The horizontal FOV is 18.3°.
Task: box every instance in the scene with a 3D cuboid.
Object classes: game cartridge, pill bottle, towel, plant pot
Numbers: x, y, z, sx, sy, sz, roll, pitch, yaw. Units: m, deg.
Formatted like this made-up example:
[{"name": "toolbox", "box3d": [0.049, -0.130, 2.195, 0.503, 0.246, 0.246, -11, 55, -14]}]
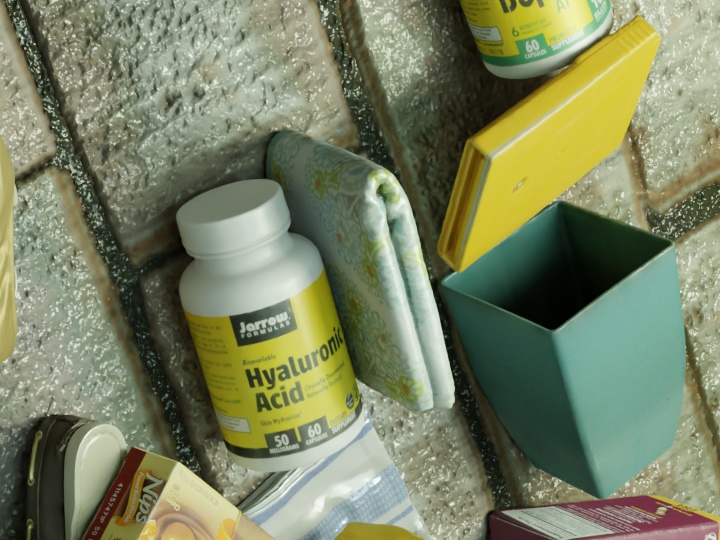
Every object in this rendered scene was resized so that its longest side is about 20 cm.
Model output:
[{"name": "game cartridge", "box3d": [0.151, -0.103, 1.790, 0.200, 0.032, 0.177, -39, 161, -25]}, {"name": "pill bottle", "box3d": [0.117, -0.261, 1.747, 0.113, 0.113, 0.201, -36, 118, -25]}, {"name": "towel", "box3d": [0.000, 0.000, 1.677, 0.048, 0.171, 0.201, -25, 113, -23]}, {"name": "pill bottle", "box3d": [-0.072, 0.039, 1.670, 0.111, 0.111, 0.201, -28, 113, -29]}, {"name": "towel", "box3d": [-0.009, 0.225, 1.806, 0.147, 0.024, 0.201, -39, 119, -23]}, {"name": "plant pot", "box3d": [0.183, 0.076, 1.848, 0.141, 0.141, 0.201, -34, 124, -26]}]

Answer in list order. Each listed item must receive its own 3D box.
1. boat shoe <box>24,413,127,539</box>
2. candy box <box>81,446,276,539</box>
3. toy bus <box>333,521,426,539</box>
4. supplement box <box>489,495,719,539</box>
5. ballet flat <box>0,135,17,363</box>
[{"name": "boat shoe", "box3d": [-0.215, 0.205, 1.630, 0.072, 0.059, 0.201, -5, 103, -51]}, {"name": "candy box", "box3d": [-0.123, 0.229, 1.654, 0.200, 0.055, 0.116, 46, 67, -45]}, {"name": "toy bus", "box3d": [0.003, 0.324, 1.727, 0.192, 0.135, 0.201, -35, 119, -34]}, {"name": "supplement box", "box3d": [0.212, 0.273, 1.926, 0.199, 0.103, 0.132, -2, 101, -35]}, {"name": "ballet flat", "box3d": [-0.267, -0.027, 1.556, 0.063, 0.068, 0.201, -18, 115, -62]}]
